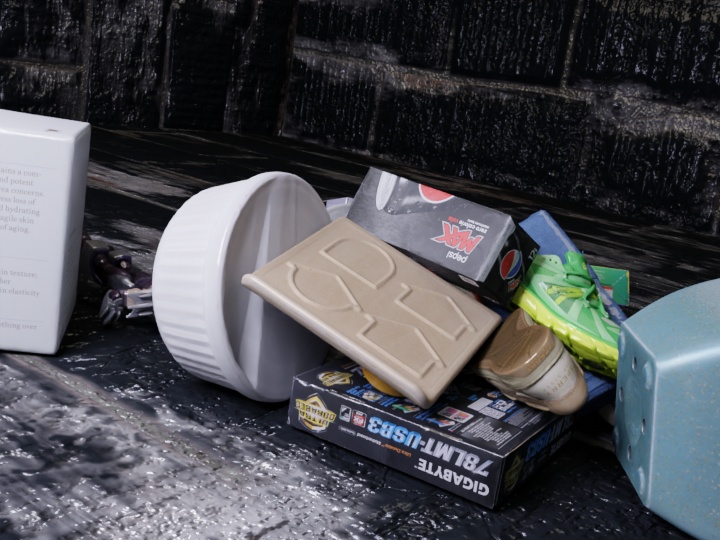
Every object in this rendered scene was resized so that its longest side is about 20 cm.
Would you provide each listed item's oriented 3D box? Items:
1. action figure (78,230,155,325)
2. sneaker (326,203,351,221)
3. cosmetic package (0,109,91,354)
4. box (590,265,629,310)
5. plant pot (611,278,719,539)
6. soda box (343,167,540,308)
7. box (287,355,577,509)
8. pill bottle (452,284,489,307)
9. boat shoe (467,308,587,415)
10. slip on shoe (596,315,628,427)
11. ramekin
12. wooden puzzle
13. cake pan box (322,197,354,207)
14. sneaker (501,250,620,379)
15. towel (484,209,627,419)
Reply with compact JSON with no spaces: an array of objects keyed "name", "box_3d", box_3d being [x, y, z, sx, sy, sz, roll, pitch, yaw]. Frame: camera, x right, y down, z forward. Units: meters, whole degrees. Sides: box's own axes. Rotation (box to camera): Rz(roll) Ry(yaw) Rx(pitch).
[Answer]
[{"name":"action figure","box_3d":[-0.240,0.020,0.981,0.198,0.071,0.129,24,12,38]},{"name":"sneaker","box_3d":[-0.082,-0.005,1.009,0.114,0.075,0.199,-13,22,50]},{"name":"cosmetic package","box_3d":[-0.355,-0.046,0.862,0.163,0.205,0.166,7,12,-13]},{"name":"box","box_3d":[0.241,0.044,1.119,0.114,0.050,0.200,8,-17,-5]},{"name":"plant pot","box_3d":[0.307,0.110,0.703,0.195,0.201,0.197,1,12,2]},{"name":"soda box","box_3d":[0.072,-0.036,0.872,0.198,0.072,0.063,25,-7,46]},{"name":"box","box_3d":[0.069,0.121,0.786,0.195,0.051,0.199,15,14,28]},{"name":"pill bottle","box_3d":[0.104,0.026,1.022,0.109,0.114,0.200,12,23,15]},{"name":"boat shoe","box_3d":[0.142,0.084,0.774,0.065,0.071,0.200,45,3,-3]},{"name":"slip on shoe","box_3d":[0.264,0.112,0.964,0.075,0.061,0.201,34,29,-7]},{"name":"ramekin","box_3d":[-0.104,0.013,0.818,0.092,0.208,0.201,3,8,27]},{"name":"wooden puzzle","box_3d":[0.013,0.037,0.783,0.183,0.047,0.199,33,28,14]},{"name":"cake pan box","box_3d":[-0.001,-0.059,1.306,0.197,0.054,0.182,13,-10,-37]},{"name":"sneaker","box_3d":[0.196,0.027,0.840,0.199,0.084,0.074,40,-7,29]},{"name":"towel","box_3d":[0.196,0.044,0.901,0.202,0.110,0.049,62,0,30]}]
